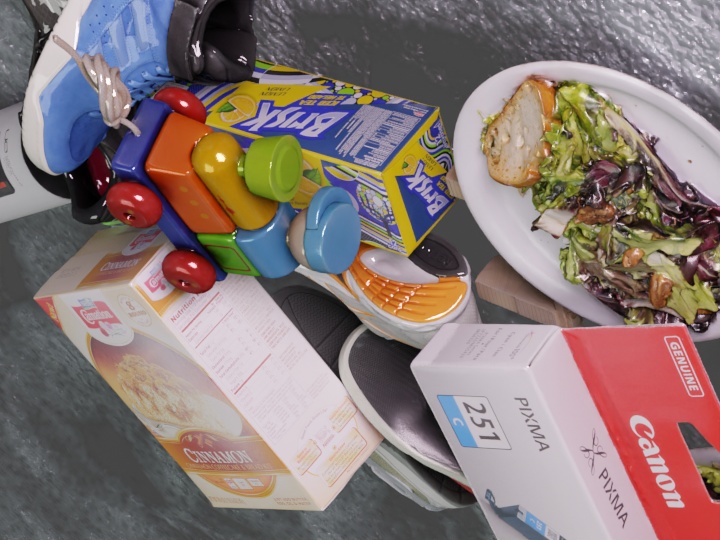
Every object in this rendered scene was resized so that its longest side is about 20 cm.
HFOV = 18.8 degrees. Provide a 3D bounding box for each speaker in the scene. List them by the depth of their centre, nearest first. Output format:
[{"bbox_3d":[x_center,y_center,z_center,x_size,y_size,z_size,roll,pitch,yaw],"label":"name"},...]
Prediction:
[{"bbox_3d":[-0.254,-0.079,1.594,0.081,0.081,0.199,53,150,-18],"label":"speaker"}]

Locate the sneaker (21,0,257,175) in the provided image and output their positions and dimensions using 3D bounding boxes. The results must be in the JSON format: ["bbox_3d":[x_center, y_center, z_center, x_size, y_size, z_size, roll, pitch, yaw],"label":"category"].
[{"bbox_3d":[-0.126,-0.124,1.313,0.111,0.077,0.201,33,113,14],"label":"sneaker"}]

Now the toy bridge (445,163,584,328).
[{"bbox_3d":[0.103,0.014,1.324,0.067,0.027,0.201,21,146,34],"label":"toy bridge"}]

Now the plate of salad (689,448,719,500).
[{"bbox_3d":[0.258,0.189,1.330,0.199,0.048,0.201,32,150,21],"label":"plate of salad"}]

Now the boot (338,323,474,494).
[{"bbox_3d":[0.067,0.116,1.446,0.200,0.073,0.144,37,169,7],"label":"boot"}]

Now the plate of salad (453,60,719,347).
[{"bbox_3d":[0.134,-0.028,1.188,0.199,0.048,0.201,23,142,19],"label":"plate of salad"}]

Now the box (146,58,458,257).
[{"bbox_3d":[-0.037,-0.077,1.340,0.199,0.064,0.070,19,144,37],"label":"box"}]

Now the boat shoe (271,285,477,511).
[{"bbox_3d":[0.003,0.094,1.513,0.202,0.075,0.065,42,148,-12],"label":"boat shoe"}]

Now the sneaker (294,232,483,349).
[{"bbox_3d":[0.000,0.000,1.377,0.200,0.076,0.092,37,165,38],"label":"sneaker"}]

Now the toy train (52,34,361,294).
[{"bbox_3d":[-0.085,-0.064,1.241,0.115,0.085,0.200,6,149,31],"label":"toy train"}]

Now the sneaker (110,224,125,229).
[{"bbox_3d":[-0.111,0.000,1.532,0.086,0.075,0.201,8,137,38],"label":"sneaker"}]

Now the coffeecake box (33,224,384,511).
[{"bbox_3d":[-0.102,0.063,1.440,0.200,0.073,0.153,51,153,-18],"label":"coffeecake box"}]

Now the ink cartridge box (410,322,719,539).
[{"bbox_3d":[0.142,0.121,1.267,0.175,0.045,0.201,-2,125,43],"label":"ink cartridge box"}]

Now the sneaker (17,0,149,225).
[{"bbox_3d":[-0.183,-0.122,1.417,0.076,0.084,0.201,-6,110,39],"label":"sneaker"}]
